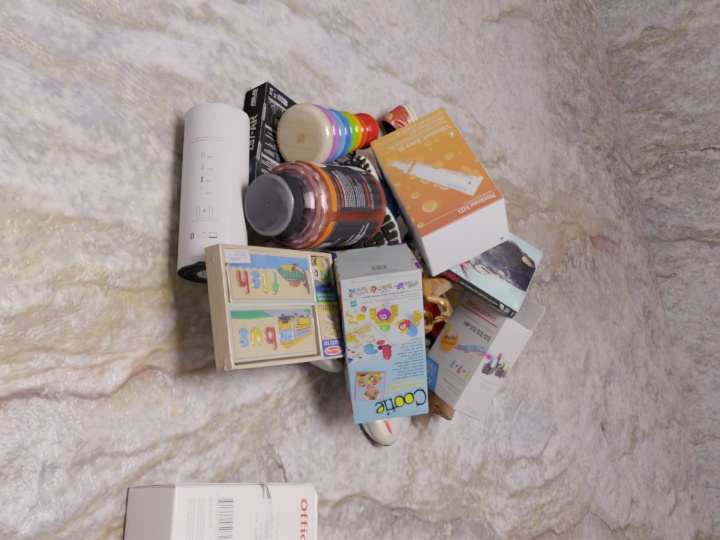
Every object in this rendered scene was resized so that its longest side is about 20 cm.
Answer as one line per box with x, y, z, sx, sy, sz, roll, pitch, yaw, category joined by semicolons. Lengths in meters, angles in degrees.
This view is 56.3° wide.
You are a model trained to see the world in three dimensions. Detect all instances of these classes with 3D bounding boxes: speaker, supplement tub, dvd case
-0.172;-0.092;0.795;0.081;0.081;0.203;18;64;-49;speaker
-0.055;-0.081;0.839;0.199;0.106;0.108;-8;85;-60;supplement tub
0.172;-0.031;1.029;0.199;0.022;0.146;32;49;6;dvd case

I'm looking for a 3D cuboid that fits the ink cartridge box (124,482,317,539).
-0.141;0.300;0.704;0.199;0.082;0.148;21;62;-48;ink cartridge box

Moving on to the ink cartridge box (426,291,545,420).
0.184;0.113;1.047;0.068;0.115;0.201;29;92;-33;ink cartridge box

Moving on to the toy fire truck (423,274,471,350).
0.136;0.028;1.115;0.049;0.140;0.202;-24;88;-53;toy fire truck

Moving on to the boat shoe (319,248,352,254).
0.000;0.000;1.006;0.199;0.071;0.063;19;54;-46;boat shoe

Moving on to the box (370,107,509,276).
0.111;-0.115;0.964;0.098;0.123;0.201;63;1;-54;box

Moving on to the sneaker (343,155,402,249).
0.030;-0.068;0.974;0.089;0.078;0.202;23;49;-56;sneaker

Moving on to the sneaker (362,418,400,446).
0.043;0.155;0.992;0.070;0.093;0.203;5;75;-52;sneaker

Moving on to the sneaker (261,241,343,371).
-0.074;0.049;0.870;0.200;0.075;0.089;51;62;-29;sneaker

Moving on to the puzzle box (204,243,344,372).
-0.093;0.042;0.774;0.199;0.025;0.135;2;78;-56;puzzle box

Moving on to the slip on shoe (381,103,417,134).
0.085;-0.190;1.197;0.061;0.074;0.202;-23;106;-19;slip on shoe

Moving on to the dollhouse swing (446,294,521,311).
0.242;-0.012;1.266;0.175;0.181;0.201;-40;111;-29;dollhouse swing

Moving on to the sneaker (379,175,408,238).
0.052;-0.103;1.107;0.199;0.073;0.117;-12;91;-53;sneaker

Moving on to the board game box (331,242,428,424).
0.025;0.080;0.881;0.103;0.103;0.202;-111;-164;-68;board game box

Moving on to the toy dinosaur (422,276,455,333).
0.096;0.031;0.977;0.198;0.061;0.107;-10;61;-25;toy dinosaur

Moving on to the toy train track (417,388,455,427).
0.086;0.177;1.101;0.200;0.032;0.115;49;51;-25;toy train track

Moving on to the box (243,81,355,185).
-0.086;-0.146;0.959;0.199;0.043;0.162;28;58;-46;box

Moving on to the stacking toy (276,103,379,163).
-0.030;-0.193;0.951;0.199;0.085;0.086;-25;99;-58;stacking toy
